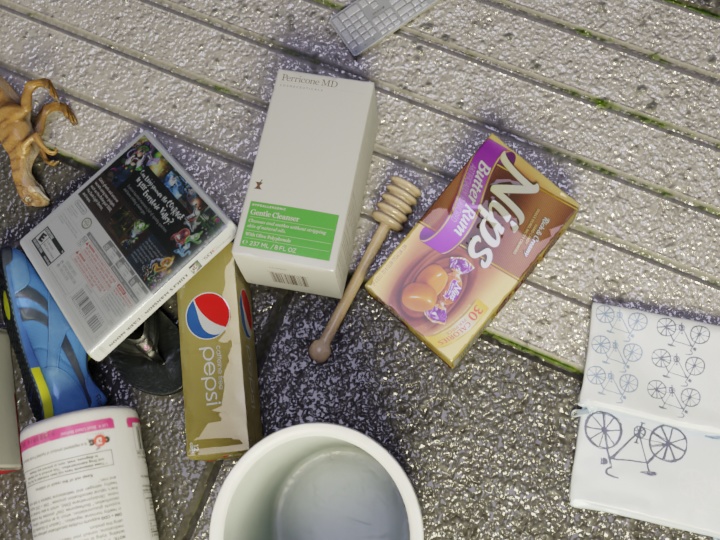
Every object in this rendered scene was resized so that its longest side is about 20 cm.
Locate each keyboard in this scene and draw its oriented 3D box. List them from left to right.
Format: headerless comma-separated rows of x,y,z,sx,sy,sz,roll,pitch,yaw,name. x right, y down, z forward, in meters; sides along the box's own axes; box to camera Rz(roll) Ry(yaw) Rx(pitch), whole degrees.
0.060,-0.308,0.992,0.198,0.011,0.057,-35,77,-2,keyboard

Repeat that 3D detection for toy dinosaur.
-0.372,-0.170,0.981,0.105,0.060,0.203,-25,76,2,toy dinosaur

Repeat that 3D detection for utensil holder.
-0.025,0.225,0.788,0.166,0.200,0.174,-1,77,5,utensil holder

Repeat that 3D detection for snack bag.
0.296,0.145,0.864,0.184,0.021,0.205,12,79,8,snack bag

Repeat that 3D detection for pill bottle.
-0.249,0.239,0.852,0.111,0.113,0.204,-14,76,3,pill bottle

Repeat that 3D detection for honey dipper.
0.000,0.000,0.918,0.037,0.038,0.203,27,84,11,honey dipper

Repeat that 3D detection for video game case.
-0.236,-0.033,0.912,0.181,0.023,0.200,-43,51,-6,video game case

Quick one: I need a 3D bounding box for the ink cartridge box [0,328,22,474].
-0.455,0.145,0.909,0.195,0.083,0.150,-12,78,3,ink cartridge box

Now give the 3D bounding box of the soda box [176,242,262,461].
-0.139,0.081,0.898,0.062,0.068,0.205,-8,77,5,soda box

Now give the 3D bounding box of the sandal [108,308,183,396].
-0.243,0.043,0.927,0.075,0.048,0.202,-36,76,-3,sandal

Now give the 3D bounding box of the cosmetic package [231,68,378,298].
-0.050,-0.086,0.903,0.105,0.085,0.204,8,71,7,cosmetic package

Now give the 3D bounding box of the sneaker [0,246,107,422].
-0.317,0.062,0.932,0.077,0.066,0.203,-14,65,-30,sneaker

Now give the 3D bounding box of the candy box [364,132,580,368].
0.111,-0.019,0.901,0.116,0.057,0.201,40,86,13,candy box
